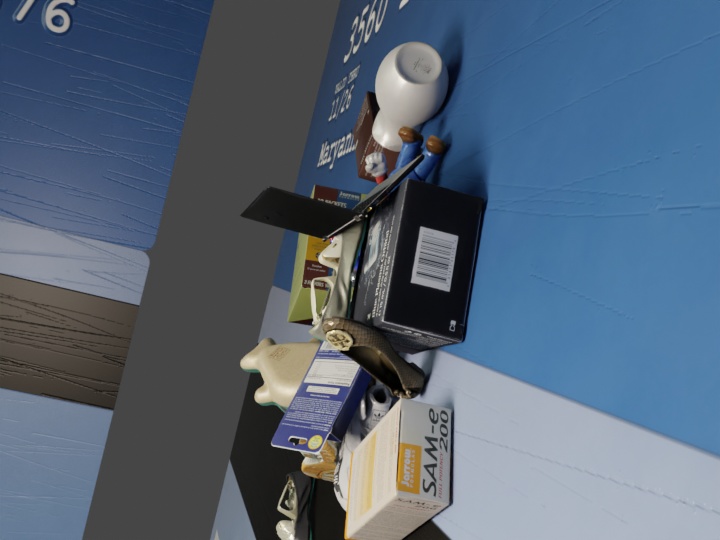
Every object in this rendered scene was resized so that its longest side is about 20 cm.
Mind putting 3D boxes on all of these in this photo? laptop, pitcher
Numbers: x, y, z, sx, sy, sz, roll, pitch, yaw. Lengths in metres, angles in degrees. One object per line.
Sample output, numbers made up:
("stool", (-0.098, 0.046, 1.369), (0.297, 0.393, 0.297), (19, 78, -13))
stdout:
("laptop", (-0.043, -0.115, 1.208), (0.200, 0.116, 0.187), (-45, 8, -19))
("pitcher", (0.091, -0.319, 1.474), (0.200, 0.120, 0.173), (109, -174, -71))

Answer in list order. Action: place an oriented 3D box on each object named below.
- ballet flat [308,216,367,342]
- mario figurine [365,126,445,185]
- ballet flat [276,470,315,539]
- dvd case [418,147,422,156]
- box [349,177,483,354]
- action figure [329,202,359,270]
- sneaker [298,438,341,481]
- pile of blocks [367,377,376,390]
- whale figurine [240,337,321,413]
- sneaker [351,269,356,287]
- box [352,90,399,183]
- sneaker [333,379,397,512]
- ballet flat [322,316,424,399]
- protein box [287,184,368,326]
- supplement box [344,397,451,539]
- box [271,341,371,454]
("ballet flat", (-0.036, 0.004, 1.251), (0.067, 0.063, 0.202), (128, 153, -71))
("mario figurine", (0.063, -0.124, 1.362), (0.123, 0.105, 0.202), (23, 92, 59))
("ballet flat", (-0.126, 0.470, 1.636), (0.073, 0.072, 0.201), (118, 161, -45))
("dvd case", (0.068, -0.097, 1.521), (0.201, 0.016, 0.150), (121, 157, -49))
("box", (0.070, 0.002, 1.202), (0.200, 0.116, 0.199), (145, 137, -72))
("action figure", (0.000, 0.000, 1.335), (0.065, 0.200, 0.099), (-36, 19, 28))
("sneaker", (-0.053, 0.275, 1.384), (0.201, 0.075, 0.088), (94, -172, -58))
("pile of blocks", (0.009, 0.171, 1.378), (0.082, 0.062, 0.202), (-21, -46, -53))
("whale figurine", (-0.114, 0.180, 1.457), (0.199, 0.104, 0.159), (16, 49, 42))
("sneaker", (0.014, -0.051, 1.451), (0.087, 0.077, 0.201), (-54, 12, 40))
("box", (0.035, -0.263, 1.707), (0.201, 0.074, 0.101), (-99, 27, -55))
("sneaker", (0.011, 0.256, 1.268), (0.201, 0.074, 0.116), (-87, 14, -50))
("ballet flat", (0.019, 0.122, 1.157), (0.067, 0.200, 0.047), (-9, 53, 39))
("protein box", (-0.049, -0.017, 1.621), (0.199, 0.133, 0.202), (119, 159, -65))
("supplement box", (0.047, 0.267, 1.118), (0.200, 0.073, 0.127), (122, 158, -54))
("box", (-0.048, 0.185, 1.289), (0.120, 0.032, 0.201), (-3, 50, 48))
